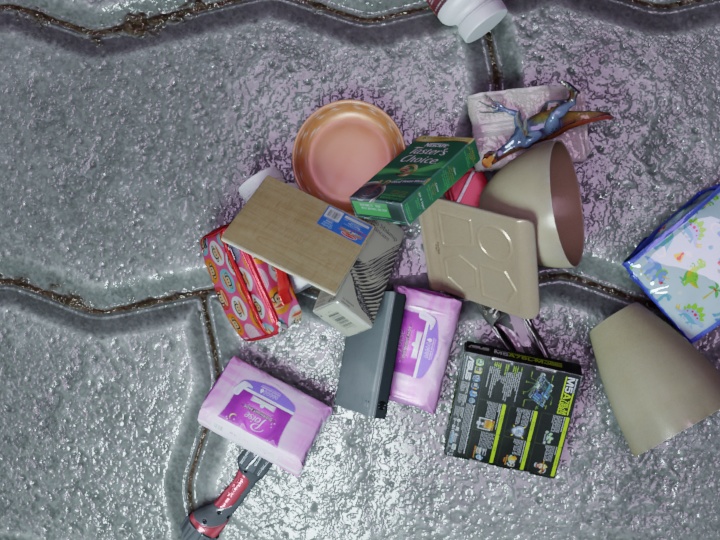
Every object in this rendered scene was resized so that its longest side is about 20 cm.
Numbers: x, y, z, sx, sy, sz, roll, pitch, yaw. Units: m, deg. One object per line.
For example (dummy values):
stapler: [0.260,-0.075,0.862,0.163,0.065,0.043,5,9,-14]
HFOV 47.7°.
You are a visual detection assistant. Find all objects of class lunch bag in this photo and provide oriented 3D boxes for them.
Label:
lunch bag: [0.542,-0.010,1.296,0.200,0.127,0.170,-41,86,-5]
lunch bag: [-0.174,0.013,1.341,0.082,0.176,0.202,-27,97,-34]

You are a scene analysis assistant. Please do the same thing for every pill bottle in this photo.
pill bottle: [-0.124,-0.070,1.377,0.109,0.109,0.201,-32,87,5]
pill bottle: [0.152,-0.484,1.348,0.113,0.113,0.201,-34,86,5]

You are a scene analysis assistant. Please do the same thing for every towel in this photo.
towel: [0.282,-0.238,1.365,0.198,0.034,0.134,-6,88,1]

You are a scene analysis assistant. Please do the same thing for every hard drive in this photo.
hard drive: [0.015,0.133,1.343,0.033,0.139,0.202,13,84,-27]

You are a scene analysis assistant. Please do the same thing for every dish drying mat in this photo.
dish drying mat: [0.202,-0.073,1.387,0.076,0.018,0.202,-18,88,5]

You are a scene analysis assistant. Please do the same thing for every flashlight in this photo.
flashlight: [-0.230,0.385,1.408,0.068,0.068,0.201,36,95,7]

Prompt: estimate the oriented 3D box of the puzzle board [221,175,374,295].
puzzle board: [-0.096,-0.057,1.279,0.199,0.017,0.151,26,54,7]

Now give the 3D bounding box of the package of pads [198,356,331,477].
package of pads: [-0.159,0.245,1.369,0.199,0.076,0.121,27,56,5]

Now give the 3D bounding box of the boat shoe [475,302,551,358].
boat shoe: [0.256,0.095,1.353,0.067,0.057,0.201,-35,91,5]

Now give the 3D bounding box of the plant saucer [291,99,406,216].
plant saucer: [-0.019,-0.191,1.403,0.198,0.037,0.202,0,91,6]

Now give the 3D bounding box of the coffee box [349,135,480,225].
coffee box: [0.088,-0.149,1.307,0.200,0.122,0.044,-42,125,-30]

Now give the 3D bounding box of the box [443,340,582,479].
box: [0.246,0.230,1.336,0.191,0.048,0.202,10,112,5]

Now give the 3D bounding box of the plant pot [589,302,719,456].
plant pot: [0.458,0.158,1.290,0.186,0.187,0.201,-32,73,5]

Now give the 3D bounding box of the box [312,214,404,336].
box: [0.000,0.000,1.323,0.082,0.068,0.201,36,54,-25]

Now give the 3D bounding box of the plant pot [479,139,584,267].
plant pot: [0.269,-0.097,1.309,0.133,0.200,0.203,-8,89,29]

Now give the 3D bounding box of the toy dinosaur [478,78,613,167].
toy dinosaur: [0.284,-0.219,1.309,0.199,0.105,0.182,32,111,-11]

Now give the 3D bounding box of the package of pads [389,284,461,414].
package of pads: [0.091,0.131,1.369,0.119,0.076,0.202,14,91,6]

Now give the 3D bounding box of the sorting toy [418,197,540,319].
sorting toy: [0.191,-0.024,1.294,0.199,0.036,0.186,15,132,35]
